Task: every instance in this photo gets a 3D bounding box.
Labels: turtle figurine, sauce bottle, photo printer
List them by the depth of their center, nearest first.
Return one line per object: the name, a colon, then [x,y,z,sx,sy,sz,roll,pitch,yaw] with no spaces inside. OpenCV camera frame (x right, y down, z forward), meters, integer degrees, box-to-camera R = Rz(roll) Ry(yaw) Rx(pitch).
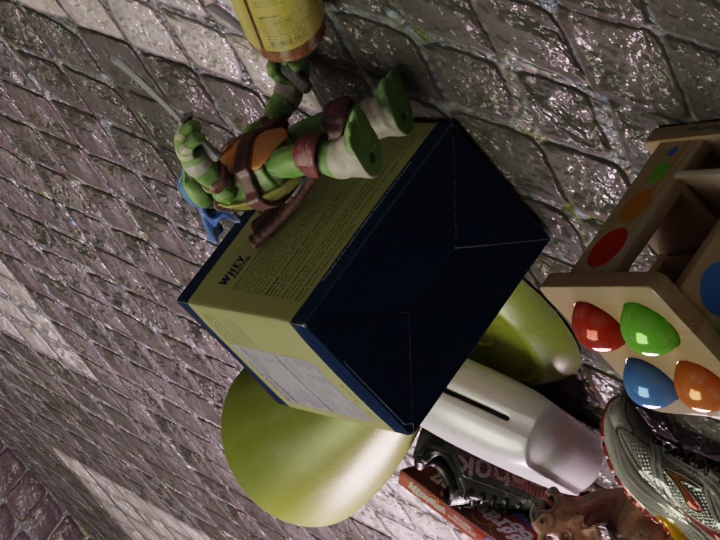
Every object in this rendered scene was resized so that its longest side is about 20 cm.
sauce bottle: [-0.071,-0.226,1.475,0.066,0.066,0.201,29,159,25]
turtle figurine: [-0.072,-0.123,1.585,0.192,0.202,0.144,-6,175,30]
photo printer: [0.114,0.129,1.869,0.165,0.070,0.200,23,175,26]

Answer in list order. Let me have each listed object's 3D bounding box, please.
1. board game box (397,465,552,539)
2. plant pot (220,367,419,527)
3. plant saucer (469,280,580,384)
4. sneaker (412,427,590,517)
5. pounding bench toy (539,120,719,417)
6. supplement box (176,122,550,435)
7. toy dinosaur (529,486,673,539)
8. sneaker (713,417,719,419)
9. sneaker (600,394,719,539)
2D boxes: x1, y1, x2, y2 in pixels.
board game box: [0.138,0.239,2.096,0.199,0.102,0.020,33,125,42]
plant pot: [-0.014,0.138,2.092,0.187,0.188,0.200,41,147,-9]
plant saucer: [0.100,0.038,1.831,0.199,0.031,0.200,33,161,13]
sneaker: [0.135,0.206,2.058,0.200,0.098,0.071,35,160,6]
pounding bench toy: [0.233,0.006,1.304,0.124,0.156,0.199,45,160,-20]
supplement box: [0.000,0.000,1.658,0.134,0.201,0.199,47,159,-27]
toy dinosaur: [0.253,0.241,1.855,0.199,0.136,0.086,32,161,16]
sneaker: [0.257,0.053,1.501,0.120,0.084,0.199,37,166,-27]
sneaker: [0.280,0.180,1.781,0.200,0.082,0.078,48,-158,12]
